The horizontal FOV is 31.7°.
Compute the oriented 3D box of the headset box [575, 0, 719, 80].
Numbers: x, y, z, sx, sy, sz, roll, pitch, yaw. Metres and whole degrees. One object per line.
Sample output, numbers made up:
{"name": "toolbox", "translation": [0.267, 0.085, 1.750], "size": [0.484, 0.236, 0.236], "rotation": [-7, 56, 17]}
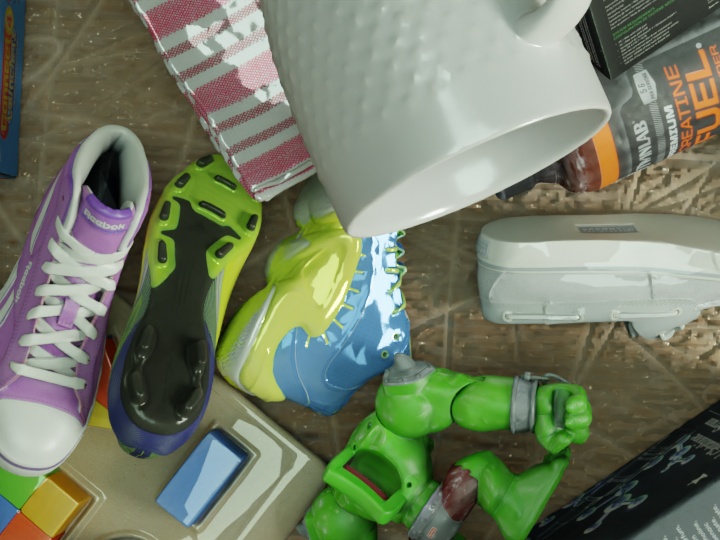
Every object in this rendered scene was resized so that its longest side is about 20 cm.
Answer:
{"name": "headset box", "translation": [0.146, -0.232, 0.709], "size": [0.174, 0.093, 0.200], "rotation": [-33, 49, -1]}

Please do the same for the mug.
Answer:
{"name": "mug", "translation": [0.038, -0.136, 0.627], "size": [0.147, 0.200, 0.176], "rotation": [-17, 79, -38]}

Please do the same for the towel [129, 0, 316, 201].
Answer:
{"name": "towel", "translation": [-0.053, -0.158, 0.730], "size": [0.146, 0.030, 0.200], "rotation": [-32, 89, 0]}

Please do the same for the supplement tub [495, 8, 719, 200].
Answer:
{"name": "supplement tub", "translation": [0.159, -0.113, 0.748], "size": [0.200, 0.107, 0.107], "rotation": [-25, 90, 2]}

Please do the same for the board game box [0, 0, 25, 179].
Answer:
{"name": "board game box", "translation": [-0.311, -0.160, 0.781], "size": [0.195, 0.056, 0.201], "rotation": [2, 90, 1]}

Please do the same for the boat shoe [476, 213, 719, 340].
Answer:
{"name": "boat shoe", "translation": [0.170, 0.008, 0.771], "size": [0.199, 0.072, 0.069], "rotation": [-1, 111, -5]}

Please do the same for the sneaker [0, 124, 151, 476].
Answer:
{"name": "sneaker", "translation": [-0.166, 0.010, 0.715], "size": [0.072, 0.114, 0.201], "rotation": [15, 67, -19]}

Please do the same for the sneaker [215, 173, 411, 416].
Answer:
{"name": "sneaker", "translation": [0.000, 0.000, 0.778], "size": [0.105, 0.076, 0.200], "rotation": [33, 90, -17]}

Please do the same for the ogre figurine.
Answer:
{"name": "ogre figurine", "translation": [0.042, 0.130, 0.750], "size": [0.120, 0.098, 0.200], "rotation": [31, 132, 5]}

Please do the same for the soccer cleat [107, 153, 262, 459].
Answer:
{"name": "soccer cleat", "translation": [-0.108, 0.017, 0.753], "size": [0.065, 0.084, 0.201], "rotation": [20, 55, -13]}

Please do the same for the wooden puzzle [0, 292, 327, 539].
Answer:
{"name": "wooden puzzle", "translation": [-0.149, 0.137, 0.784], "size": [0.200, 0.046, 0.185], "rotation": [38, 91, 1]}

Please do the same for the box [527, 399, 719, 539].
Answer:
{"name": "box", "translation": [0.195, 0.163, 0.726], "size": [0.200, 0.148, 0.107], "rotation": [-35, 89, 0]}

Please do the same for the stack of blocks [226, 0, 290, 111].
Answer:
{"name": "stack of blocks", "translation": [-0.038, -0.201, 0.775], "size": [0.115, 0.059, 0.200], "rotation": [-31, 90, 1]}
